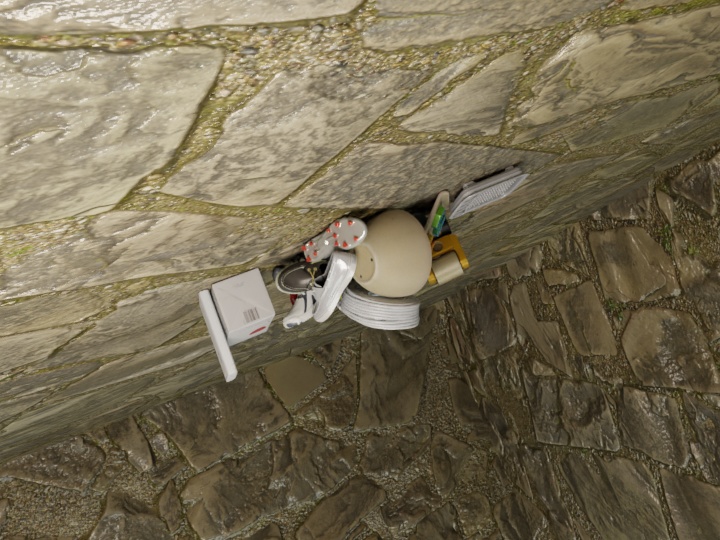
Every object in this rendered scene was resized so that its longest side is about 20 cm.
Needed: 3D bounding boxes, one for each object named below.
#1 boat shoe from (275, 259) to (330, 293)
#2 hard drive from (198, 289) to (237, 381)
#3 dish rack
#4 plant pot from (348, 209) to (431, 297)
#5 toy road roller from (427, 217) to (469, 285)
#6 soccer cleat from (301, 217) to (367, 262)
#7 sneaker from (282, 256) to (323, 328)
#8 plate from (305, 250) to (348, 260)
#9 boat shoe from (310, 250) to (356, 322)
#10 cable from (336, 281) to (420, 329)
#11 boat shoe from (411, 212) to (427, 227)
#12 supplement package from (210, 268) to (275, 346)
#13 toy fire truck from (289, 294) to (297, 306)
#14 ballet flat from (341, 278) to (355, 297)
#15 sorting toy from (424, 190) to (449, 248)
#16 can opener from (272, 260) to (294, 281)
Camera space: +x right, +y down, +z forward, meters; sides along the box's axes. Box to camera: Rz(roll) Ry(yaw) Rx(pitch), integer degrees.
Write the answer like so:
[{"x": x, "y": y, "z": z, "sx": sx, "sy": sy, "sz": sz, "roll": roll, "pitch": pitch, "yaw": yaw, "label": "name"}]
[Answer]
[{"x": -0.102, "y": 0.009, "z": 1.546, "sx": 0.197, "sy": 0.074, "sz": 0.060, "roll": -12, "pitch": -178, "yaw": -33, "label": "boat shoe"}, {"x": -0.340, "y": 0.158, "z": 1.576, "sx": 0.026, "sy": 0.204, "sz": 0.132, "roll": -19, "pitch": 170, "yaw": -18, "label": "hard drive"}, {"x": 0.321, "y": -0.206, "z": 1.706, "sx": 0.196, "sy": 0.044, "sz": 0.172, "roll": -22, "pitch": 169, "yaw": -13, "label": "dish rack"}, {"x": 0.047, "y": -0.028, "z": 1.510, "sx": 0.133, "sy": 0.204, "sz": 0.199, "roll": -15, "pitch": 168, "yaw": -44, "label": "plant pot"}, {"x": 0.229, "y": -0.042, "z": 1.893, "sx": 0.120, "sy": 0.203, "sz": 0.147, "roll": -24, "pitch": 148, "yaw": 5, "label": "toy road roller"}, {"x": -0.051, "y": -0.072, "z": 1.483, "sx": 0.198, "sy": 0.071, "sz": 0.077, "roll": -23, "pitch": 177, "yaw": 41, "label": "soccer cleat"}, {"x": -0.138, "y": 0.037, "z": 1.604, "sx": 0.198, "sy": 0.131, "sz": 0.079, "roll": -39, "pitch": -171, "yaw": -24, "label": "sneaker"}, {"x": -0.070, "y": -0.034, "z": 1.731, "sx": 0.196, "sy": 0.026, "sz": 0.200, "roll": -23, "pitch": 170, "yaw": -4, "label": "plate"}, {"x": -0.075, "y": 0.036, "z": 1.488, "sx": 0.067, "sy": 0.073, "sz": 0.201, "roll": 19, "pitch": 134, "yaw": -17, "label": "boat shoe"}, {"x": 0.050, "y": 0.083, "z": 1.606, "sx": 0.195, "sy": 0.071, "sz": 0.200, "roll": 5, "pitch": -167, "yaw": -20, "label": "cable"}, {"x": 0.093, "y": -0.101, "z": 1.681, "sx": 0.066, "sy": 0.076, "sz": 0.198, "roll": 11, "pitch": -156, "yaw": 39, "label": "boat shoe"}, {"x": -0.290, "y": 0.095, "z": 1.607, "sx": 0.119, "sy": 0.122, "sz": 0.200, "roll": -21, "pitch": 170, "yaw": -19, "label": "supplement package"}, {"x": -0.104, "y": 0.045, "z": 1.743, "sx": 0.198, "sy": 0.049, "sz": 0.142, "roll": -36, "pitch": 167, "yaw": -22, "label": "toy fire truck"}, {"x": 0.000, "y": 0.000, "z": 1.719, "sx": 0.064, "sy": 0.070, "sz": 0.204, "roll": -9, "pitch": 124, "yaw": -47, "label": "ballet flat"}, {"x": 0.179, "y": -0.093, "z": 1.689, "sx": 0.203, "sy": 0.036, "sz": 0.185, "roll": -63, "pitch": 169, "yaw": -3, "label": "sorting toy"}, {"x": -0.184, "y": 0.016, "z": 1.702, "sx": 0.065, "sy": 0.055, "sz": 0.200, "roll": 10, "pitch": 169, "yaw": 1, "label": "can opener"}]
